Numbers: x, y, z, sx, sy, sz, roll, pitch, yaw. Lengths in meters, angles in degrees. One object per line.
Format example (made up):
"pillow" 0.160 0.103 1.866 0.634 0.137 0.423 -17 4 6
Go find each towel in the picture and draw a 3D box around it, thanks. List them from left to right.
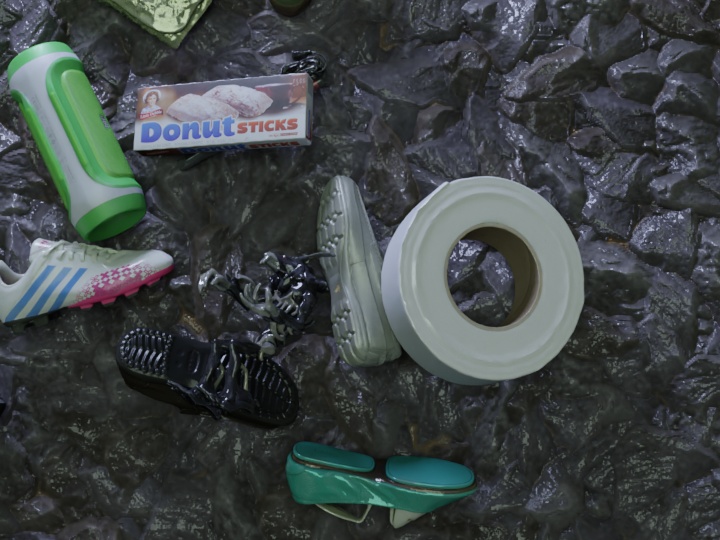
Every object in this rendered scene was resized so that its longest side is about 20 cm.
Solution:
"towel" -0.243 -0.354 1.137 0.198 0.037 0.150 32 85 6

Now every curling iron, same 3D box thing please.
"curling iron" -0.117 -0.171 1.116 0.199 0.026 0.050 -38 61 3

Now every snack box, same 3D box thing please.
"snack box" -0.147 -0.165 1.094 0.196 0.024 0.074 -2 78 15

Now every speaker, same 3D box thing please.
"speaker" -0.302 -0.137 1.089 0.087 0.088 0.203 -27 83 -1

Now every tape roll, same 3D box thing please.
"tape roll" 0.122 0.011 1.031 0.198 0.071 0.207 2 80 -13

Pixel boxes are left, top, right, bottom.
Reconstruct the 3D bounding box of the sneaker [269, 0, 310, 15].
"sneaker" -0.067 -0.388 1.104 0.066 0.090 0.204 13 84 4

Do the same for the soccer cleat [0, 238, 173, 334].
"soccer cleat" -0.298 0.000 1.075 0.196 0.070 0.088 -18 99 2

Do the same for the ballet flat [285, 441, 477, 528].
"ballet flat" 0.019 0.224 1.048 0.196 0.067 0.072 8 108 4

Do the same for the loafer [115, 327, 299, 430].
"loafer" -0.159 0.117 1.067 0.197 0.072 0.074 21 53 -6

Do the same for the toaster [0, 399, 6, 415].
"toaster" -0.486 0.160 1.038 0.179 0.119 0.202 34 86 1

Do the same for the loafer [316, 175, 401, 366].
"loafer" 0.000 0.000 1.074 0.069 0.070 0.204 -2 77 -31

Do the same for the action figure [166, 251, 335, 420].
"action figure" -0.105 0.043 1.008 0.102 0.118 0.202 44 64 -29
